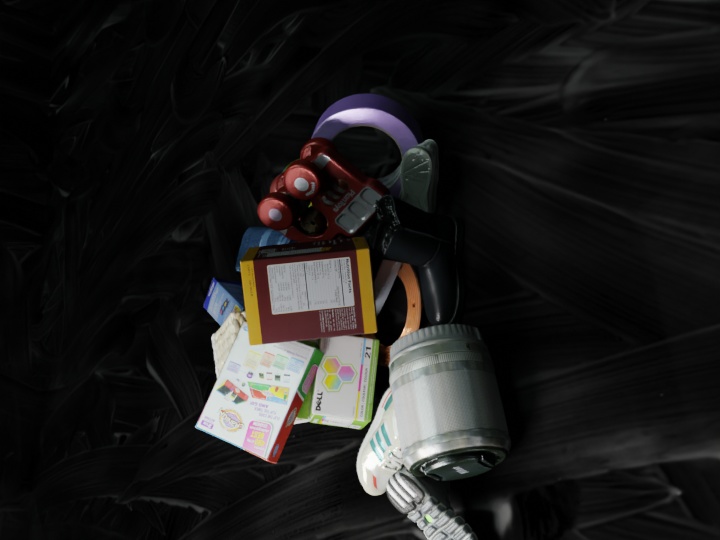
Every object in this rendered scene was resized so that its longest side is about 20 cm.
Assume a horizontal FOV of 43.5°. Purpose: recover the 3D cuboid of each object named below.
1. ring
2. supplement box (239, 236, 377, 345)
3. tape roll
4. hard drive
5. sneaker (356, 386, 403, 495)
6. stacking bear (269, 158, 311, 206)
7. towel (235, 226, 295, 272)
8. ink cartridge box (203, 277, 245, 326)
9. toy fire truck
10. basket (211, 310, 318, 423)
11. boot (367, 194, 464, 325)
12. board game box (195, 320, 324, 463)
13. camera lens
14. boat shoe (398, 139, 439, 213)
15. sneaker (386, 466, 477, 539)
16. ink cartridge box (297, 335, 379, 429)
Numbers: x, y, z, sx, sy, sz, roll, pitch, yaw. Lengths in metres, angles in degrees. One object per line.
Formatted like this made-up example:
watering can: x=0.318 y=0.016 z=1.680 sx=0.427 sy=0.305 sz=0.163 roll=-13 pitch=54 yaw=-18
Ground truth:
ring: x=0.055 y=0.069 z=1.589 sx=0.200 sy=0.019 sz=0.201 roll=-18 pitch=69 yaw=59
supplement box: x=-0.081 y=0.028 z=1.459 sx=0.197 sy=0.199 sz=0.133 roll=-110 pitch=14 yaw=-82
tape roll: x=0.010 y=-0.205 z=1.581 sx=0.200 sy=0.200 sz=0.066 roll=-54 pitch=12 yaw=30
hard drive: x=0.000 y=0.000 z=1.606 sx=0.135 sy=0.042 sz=0.200 roll=47 pitch=129 yaw=33
sneaker: x=0.057 y=0.291 z=1.492 sx=0.093 sy=0.070 sz=0.200 roll=31 pitch=103 yaw=60
stacking bear: x=-0.092 y=-0.175 z=1.765 sx=0.200 sy=0.113 sz=0.122 roll=-26 pitch=58 yaw=61
towel: x=-0.204 y=-0.039 z=1.972 sx=0.200 sy=0.048 sz=0.112 roll=10 pitch=88 yaw=55
ink cartridge box: x=-0.242 y=0.082 z=1.913 sx=0.200 sy=0.136 sz=0.077 roll=34 pitch=107 yaw=52
toy fire truck: x=-0.067 y=-0.114 z=1.539 sx=0.200 sy=0.168 sz=0.112 roll=-46 pitch=10 yaw=36
basket: x=-0.157 y=0.180 z=1.671 sx=0.161 sy=0.198 sz=0.200 roll=131 pitch=130 yaw=-63
boot: x=0.086 y=-0.011 z=1.454 sx=0.076 sy=0.168 sz=0.201 roll=-9 pitch=74 yaw=53
board game box: x=-0.170 y=0.202 z=1.518 sx=0.153 sy=0.040 sz=0.200 roll=19 pitch=79 yaw=25
camera lens: x=0.129 y=0.200 z=1.339 sx=0.160 sy=0.160 sz=0.200 roll=-38 pitch=52 yaw=43
boat shoe: x=0.098 y=-0.124 z=1.543 sx=0.074 sy=0.065 sz=0.202 roll=18 pitch=123 yaw=22
sneaker: x=0.133 y=0.368 z=1.369 sx=0.075 sy=0.115 sz=0.200 roll=-42 pitch=84 yaw=24
ink cartridge box: x=-0.078 y=0.183 z=1.551 sx=0.076 sy=0.199 sz=0.148 roll=120 pitch=158 yaw=-69
